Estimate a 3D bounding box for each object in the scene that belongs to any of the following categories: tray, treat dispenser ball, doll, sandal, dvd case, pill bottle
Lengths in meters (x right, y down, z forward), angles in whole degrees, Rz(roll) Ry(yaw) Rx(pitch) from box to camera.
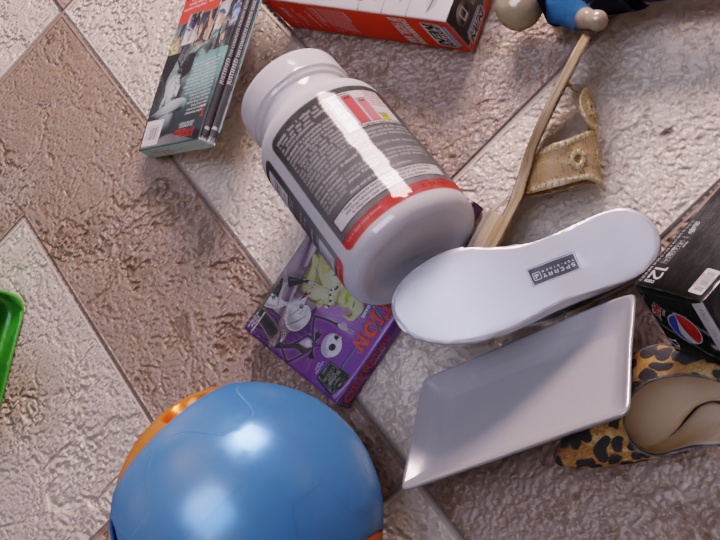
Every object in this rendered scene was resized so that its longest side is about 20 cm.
[{"bbox_3d":[0.116,0.094,0.810,0.200,0.022,0.108,-28,32,37],"label":"tray"},{"bbox_3d":[-0.083,0.182,0.825,0.200,0.201,0.201,-9,70,25],"label":"treat dispenser ball"},{"bbox_3d":[0.200,-0.223,0.879,0.200,0.049,0.137,-3,40,27],"label":"doll"},{"bbox_3d":[0.152,-0.072,0.872,0.070,0.078,0.212,28,95,7],"label":"sandal"},{"bbox_3d":[-0.145,-0.206,1.053,0.146,0.022,0.200,0,71,57],"label":"dvd case"},{"bbox_3d":[-0.008,-0.079,0.890,0.116,0.116,0.200,-42,60,10],"label":"pill bottle"}]

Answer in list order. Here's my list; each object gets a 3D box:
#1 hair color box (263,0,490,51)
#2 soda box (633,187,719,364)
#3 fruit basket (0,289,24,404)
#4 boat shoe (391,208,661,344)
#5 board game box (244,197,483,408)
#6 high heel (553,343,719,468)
[{"bbox_3d":[0.020,-0.267,0.995,0.200,0.064,0.111,16,82,33],"label":"hair color box"},{"bbox_3d":[0.275,-0.031,0.736,0.200,0.071,0.063,-45,27,-13],"label":"soda box"},{"bbox_3d":[-0.394,0.102,1.042,0.215,0.155,0.216,-18,62,38],"label":"fruit basket"},{"bbox_3d":[0.123,0.009,0.834,0.200,0.068,0.072,-21,74,5],"label":"boat shoe"},{"bbox_3d":[0.000,0.000,0.943,0.120,0.032,0.200,35,92,28],"label":"board game box"},{"bbox_3d":[0.221,0.102,0.728,0.200,0.071,0.143,-31,19,11],"label":"high heel"}]
